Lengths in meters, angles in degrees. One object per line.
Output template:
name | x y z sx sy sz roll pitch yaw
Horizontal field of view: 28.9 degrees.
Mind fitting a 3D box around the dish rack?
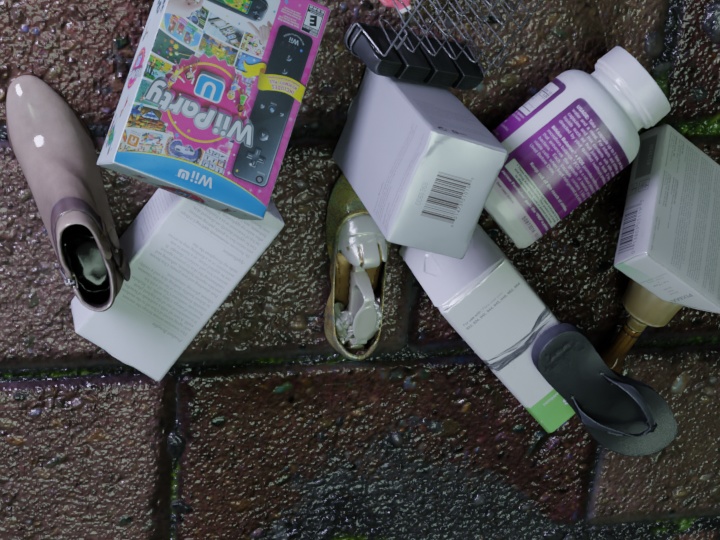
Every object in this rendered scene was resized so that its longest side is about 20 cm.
dish rack | 0.097 -0.245 1.242 0.153 0.055 0.200 1 138 -43

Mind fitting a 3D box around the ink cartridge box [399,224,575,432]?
ink cartridge box | 0.143 0.046 1.407 0.084 0.146 0.200 -40 120 4

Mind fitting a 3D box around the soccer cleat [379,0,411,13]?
soccer cleat | 0.087 -0.315 1.262 0.200 0.067 0.077 -35 116 5

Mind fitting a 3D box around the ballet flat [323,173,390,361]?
ballet flat | 0.000 0.000 1.387 0.070 0.071 0.201 -3 116 -16

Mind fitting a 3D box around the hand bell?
hand bell | 0.292 0.070 1.512 0.104 0.104 0.200 12 122 -22

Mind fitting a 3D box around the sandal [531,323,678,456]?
sandal | 0.241 0.129 1.370 0.200 0.043 0.076 37 99 -29

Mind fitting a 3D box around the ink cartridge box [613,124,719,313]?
ink cartridge box | 0.353 -0.032 1.437 0.200 0.161 0.050 33 147 -29

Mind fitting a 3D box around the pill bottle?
pill bottle | 0.199 -0.123 1.361 0.200 0.112 0.112 -39 120 5

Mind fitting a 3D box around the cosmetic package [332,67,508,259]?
cosmetic package | 0.049 -0.106 1.273 0.081 0.200 0.113 14 114 -22

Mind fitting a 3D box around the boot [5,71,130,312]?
boot | -0.257 -0.064 1.229 0.070 0.146 0.200 -24 118 -2

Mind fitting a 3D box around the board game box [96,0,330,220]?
board game box | -0.127 -0.162 1.228 0.147 0.064 0.201 20 84 -24

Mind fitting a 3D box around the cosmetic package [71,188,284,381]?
cosmetic package | -0.176 -0.006 1.326 0.101 0.071 0.200 35 101 -27
